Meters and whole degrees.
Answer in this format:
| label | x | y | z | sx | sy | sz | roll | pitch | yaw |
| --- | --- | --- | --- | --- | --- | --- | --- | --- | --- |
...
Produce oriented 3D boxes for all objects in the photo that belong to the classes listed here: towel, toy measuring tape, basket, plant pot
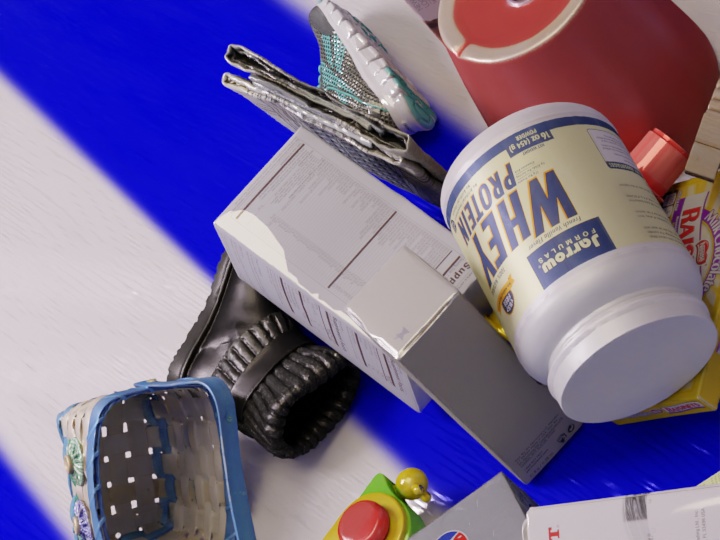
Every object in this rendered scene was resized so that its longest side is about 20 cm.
| label | x | y | z | sx | sy | sz | roll | pitch | yaw |
| --- | --- | --- | --- | --- | --- | --- | --- | --- | --- |
| towel | -0.009 | -0.107 | 1.722 | 0.192 | 0.200 | 0.035 | 30 | 87 | 25 |
| toy measuring tape | -0.007 | 0.237 | 1.602 | 0.074 | 0.074 | 0.200 | 30 | 80 | 45 |
| basket | -0.152 | 0.172 | 1.681 | 0.200 | 0.139 | 0.177 | -3 | 96 | 48 |
| plant pot | 0.165 | -0.176 | 1.685 | 0.200 | 0.177 | 0.201 | -19 | 51 | 25 |

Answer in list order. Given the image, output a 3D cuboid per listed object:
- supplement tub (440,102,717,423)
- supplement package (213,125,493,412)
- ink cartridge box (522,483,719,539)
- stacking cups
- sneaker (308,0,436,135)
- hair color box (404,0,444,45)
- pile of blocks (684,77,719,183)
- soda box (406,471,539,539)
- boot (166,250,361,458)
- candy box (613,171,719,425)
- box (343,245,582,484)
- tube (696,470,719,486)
| label | x | y | z | sx | sy | sz | roll | pitch | yaw |
| --- | --- | --- | --- | --- | --- | --- | --- | --- | --- |
| supplement tub | 0.158 | -0.006 | 1.518 | 0.145 | 0.145 | 0.200 | -34 | 57 | 13 |
| supplement package | 0.000 | 0.000 | 1.673 | 0.200 | 0.110 | 0.114 | 37 | 76 | 22 |
| ink cartridge box | 0.218 | 0.222 | 1.405 | 0.200 | 0.084 | 0.146 | -11 | 75 | 32 |
| stacking cups | 0.180 | -0.021 | 1.630 | 0.200 | 0.060 | 0.061 | -50 | 44 | 7 |
| sneaker | -0.014 | -0.168 | 1.890 | 0.091 | 0.078 | 0.200 | -43 | 43 | 11 |
| hair color box | 0.139 | -0.275 | 1.822 | 0.200 | 0.111 | 0.064 | -32 | 46 | 16 |
| pile of blocks | 0.300 | -0.122 | 1.611 | 0.062 | 0.082 | 0.200 | 19 | 48 | 10 |
| soda box | 0.053 | 0.241 | 1.557 | 0.200 | 0.063 | 0.068 | -37 | 44 | 9 |
| boot | -0.058 | 0.048 | 1.764 | 0.158 | 0.079 | 0.211 | 16 | 78 | 47 |
| candy box | 0.245 | 0.017 | 1.579 | 0.102 | 0.026 | 0.200 | -13 | 52 | 49 |
| box | 0.078 | 0.072 | 1.558 | 0.068 | 0.200 | 0.082 | -47 | 44 | -2 |
| tube | 0.251 | 0.173 | 1.471 | 0.200 | 0.052 | 0.058 | -38 | 12 | 14 |
